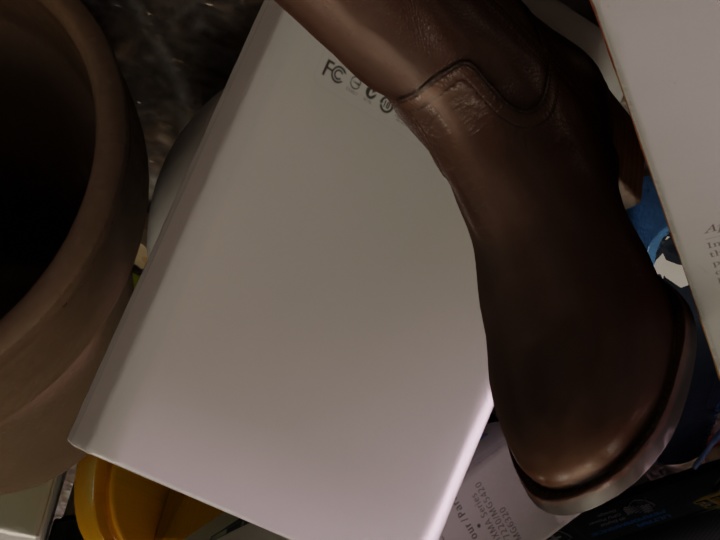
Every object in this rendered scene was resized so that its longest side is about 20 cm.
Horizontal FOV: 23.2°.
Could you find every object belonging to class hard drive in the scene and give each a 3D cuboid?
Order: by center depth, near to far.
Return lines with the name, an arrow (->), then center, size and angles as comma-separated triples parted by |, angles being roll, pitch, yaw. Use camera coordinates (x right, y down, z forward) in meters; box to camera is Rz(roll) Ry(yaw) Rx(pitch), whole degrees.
hard drive -> 0.003, -0.011, 0.574 | 0.132, 0.201, 0.027 | 28, 170, -29

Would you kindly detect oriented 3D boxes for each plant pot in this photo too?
plant pot -> -0.160, 0.001, 0.662 | 0.199, 0.201, 0.175 | 4, 154, 14

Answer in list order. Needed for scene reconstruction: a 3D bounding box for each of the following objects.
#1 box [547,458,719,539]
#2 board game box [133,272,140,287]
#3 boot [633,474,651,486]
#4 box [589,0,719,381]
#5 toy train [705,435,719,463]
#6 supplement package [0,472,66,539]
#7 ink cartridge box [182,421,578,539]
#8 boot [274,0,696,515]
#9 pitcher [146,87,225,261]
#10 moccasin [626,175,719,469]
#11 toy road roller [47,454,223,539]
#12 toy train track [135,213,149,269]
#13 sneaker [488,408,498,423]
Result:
box -> 0.137, 0.139, 0.693 | 0.199, 0.046, 0.159 | -14, -158, -17
board game box -> -0.194, 0.005, 0.814 | 0.199, 0.048, 0.102 | 27, 150, -15
boot -> 0.121, 0.165, 0.989 | 0.203, 0.074, 0.154 | 42, 156, -20
box -> 0.116, -0.072, 0.470 | 0.097, 0.125, 0.200 | -16, 145, 12
toy train -> 0.243, 0.125, 0.896 | 0.200, 0.056, 0.150 | 31, 142, -34
supplement package -> -0.253, 0.083, 0.927 | 0.199, 0.120, 0.121 | 15, 151, -6
ink cartridge box -> -0.031, 0.128, 0.696 | 0.045, 0.176, 0.200 | 60, 152, -5
boot -> 0.009, -0.052, 0.481 | 0.064, 0.187, 0.200 | -31, 121, 23
pitcher -> 0.000, 0.000, 0.699 | 0.171, 0.121, 0.200 | -23, 153, -18
moccasin -> 0.146, 0.030, 0.721 | 0.068, 0.081, 0.200 | -7, 154, 5
toy road roller -> -0.057, 0.130, 0.914 | 0.200, 0.123, 0.146 | 28, 159, -29
toy train track -> -0.035, 0.023, 0.835 | 0.200, 0.033, 0.115 | 35, 152, -28
sneaker -> 0.067, 0.067, 0.750 | 0.074, 0.079, 0.200 | 50, 176, 11
